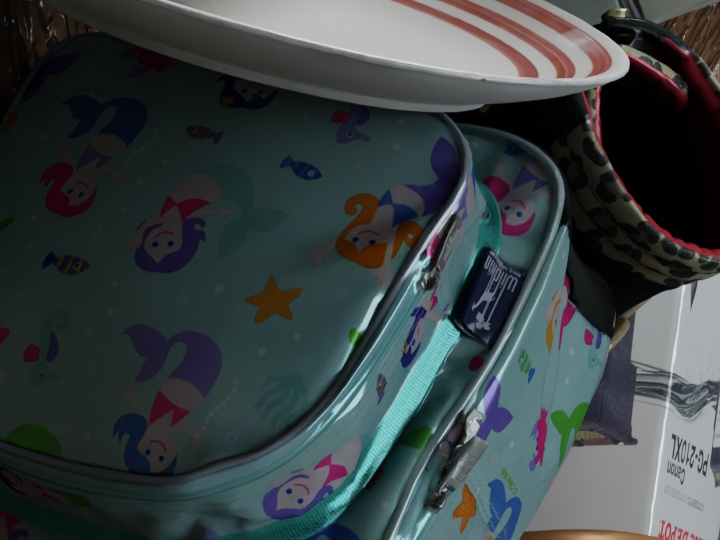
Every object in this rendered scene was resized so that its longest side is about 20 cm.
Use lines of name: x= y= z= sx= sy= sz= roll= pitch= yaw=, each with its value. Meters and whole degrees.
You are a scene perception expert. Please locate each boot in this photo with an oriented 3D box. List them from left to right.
boot: x=0.036 y=-0.064 z=0.922 sx=0.073 sy=0.154 sz=0.204 roll=-33 pitch=91 yaw=-29

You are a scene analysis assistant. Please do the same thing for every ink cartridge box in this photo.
ink cartridge box: x=0.126 y=0.047 z=1.384 sx=0.145 sy=0.084 sz=0.202 roll=29 pitch=69 yaw=-67

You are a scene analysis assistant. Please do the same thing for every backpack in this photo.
backpack: x=-0.039 y=0.041 z=0.816 sx=0.201 sy=0.177 sz=0.151 roll=-65 pitch=151 yaw=-17

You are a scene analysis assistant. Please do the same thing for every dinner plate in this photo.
dinner plate: x=-0.026 y=-0.074 z=0.791 sx=0.200 sy=0.199 sz=0.024 roll=-18 pitch=126 yaw=-68

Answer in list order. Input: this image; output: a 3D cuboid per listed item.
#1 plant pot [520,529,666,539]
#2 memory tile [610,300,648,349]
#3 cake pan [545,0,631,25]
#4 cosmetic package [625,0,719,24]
plant pot: x=0.077 y=0.190 z=1.176 sx=0.200 sy=0.199 sz=0.141 roll=50 pitch=33 yaw=-63
memory tile: x=0.029 y=0.063 z=1.058 sx=0.017 sy=0.153 sz=0.200 roll=51 pitch=38 yaw=-4
cake pan: x=0.085 y=-0.104 z=1.165 sx=0.200 sy=0.037 sz=0.201 roll=-21 pitch=90 yaw=-83
cosmetic package: x=0.112 y=-0.203 z=1.146 sx=0.201 sy=0.087 sz=0.104 roll=-102 pitch=169 yaw=-47
